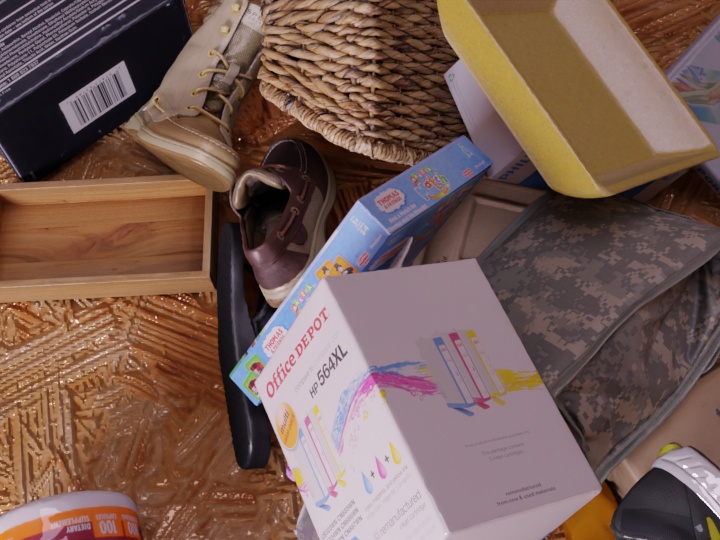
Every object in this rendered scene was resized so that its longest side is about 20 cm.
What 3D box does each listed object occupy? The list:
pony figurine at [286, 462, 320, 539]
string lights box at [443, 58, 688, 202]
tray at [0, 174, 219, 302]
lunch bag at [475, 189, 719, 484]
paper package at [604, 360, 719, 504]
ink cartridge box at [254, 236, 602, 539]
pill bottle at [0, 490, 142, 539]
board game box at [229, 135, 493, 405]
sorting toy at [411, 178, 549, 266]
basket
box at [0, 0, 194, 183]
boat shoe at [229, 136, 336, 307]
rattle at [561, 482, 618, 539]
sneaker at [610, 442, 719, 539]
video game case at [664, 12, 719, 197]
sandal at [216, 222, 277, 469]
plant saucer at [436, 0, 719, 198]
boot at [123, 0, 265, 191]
[{"bbox_3d":[0.011,0.176,0.838,0.199,0.167,0.194,16,53,1],"label":"pony figurine"},{"bbox_3d":[0.168,-0.118,0.927,0.199,0.059,0.103,5,56,-43],"label":"string lights box"},{"bbox_3d":[-0.223,-0.027,0.995,0.199,0.037,0.099,-2,66,2],"label":"tray"},{"bbox_3d":[0.166,0.028,0.833,0.200,0.118,0.164,-42,36,-16],"label":"lunch bag"},{"bbox_3d":[0.301,0.155,0.838,0.199,0.104,0.191,-29,66,-8],"label":"paper package"},{"bbox_3d":[0.030,0.093,0.739,0.125,0.129,0.201,-7,57,-35],"label":"ink cartridge box"},{"bbox_3d":[-0.197,0.268,0.818,0.114,0.114,0.201,-16,66,-3],"label":"pill bottle"},{"bbox_3d":[0.000,0.000,0.848,0.037,0.200,0.151,45,39,8],"label":"board game box"},{"bbox_3d":[0.140,0.020,0.951,0.199,0.037,0.186,15,68,6],"label":"sorting toy"},{"bbox_3d":[0.013,-0.146,0.948,0.142,0.199,0.150,-6,86,40],"label":"basket"},{"bbox_3d":[-0.283,-0.221,1.037,0.200,0.123,0.199,-36,69,-13],"label":"box"},{"bbox_3d":[-0.068,-0.058,0.939,0.072,0.072,0.201,-26,35,21],"label":"boat shoe"},{"bbox_3d":[0.116,0.220,0.793,0.199,0.130,0.144,-12,76,-21],"label":"rattle"},{"bbox_3d":[0.242,0.205,0.731,0.085,0.075,0.200,-39,59,-7],"label":"sneaker"},{"bbox_3d":[0.354,-0.140,0.971,0.182,0.022,0.200,45,75,-4],"label":"video game case"},{"bbox_3d":[-0.086,0.059,0.935,0.048,0.075,0.202,-2,72,-20],"label":"sandal"},{"bbox_3d":[0.149,-0.137,0.837,0.200,0.048,0.200,-18,71,-50],"label":"plant saucer"},{"bbox_3d":[-0.115,-0.151,0.958,0.073,0.200,0.156,37,88,-26],"label":"boot"}]
